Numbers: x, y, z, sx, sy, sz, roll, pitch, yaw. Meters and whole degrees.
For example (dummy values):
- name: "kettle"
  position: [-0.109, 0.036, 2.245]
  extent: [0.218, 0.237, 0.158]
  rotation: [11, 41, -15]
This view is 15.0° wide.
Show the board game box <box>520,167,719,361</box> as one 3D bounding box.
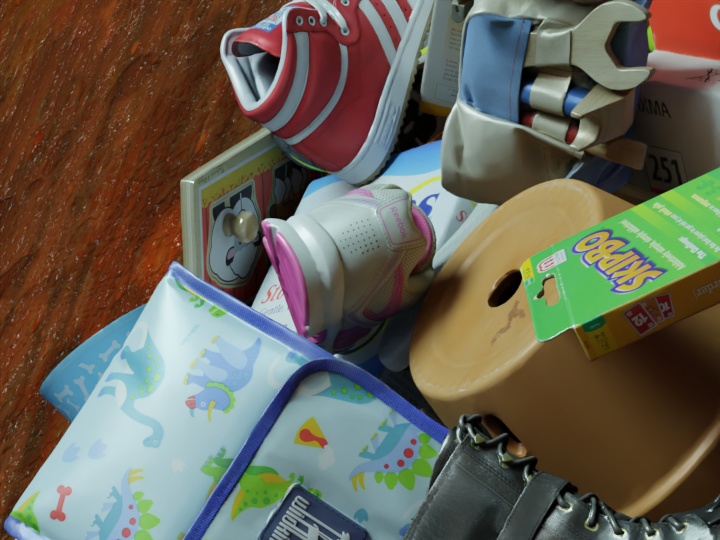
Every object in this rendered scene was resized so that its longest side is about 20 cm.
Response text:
- name: "board game box"
  position: [0.172, -0.019, 1.291]
  extent: [0.200, 0.030, 0.096]
  rotation: [-23, 23, 8]

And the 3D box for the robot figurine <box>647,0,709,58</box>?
- name: "robot figurine"
  position: [0.233, -0.181, 1.564]
  extent: [0.175, 0.116, 0.200]
  rotation: [-37, 30, 42]

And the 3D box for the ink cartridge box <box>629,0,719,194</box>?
- name: "ink cartridge box"
  position: [0.199, -0.098, 1.453]
  extent: [0.044, 0.174, 0.200]
  rotation: [-24, 20, -23]

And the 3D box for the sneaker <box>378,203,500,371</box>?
- name: "sneaker"
  position: [0.092, 0.012, 1.547]
  extent: [0.071, 0.099, 0.200]
  rotation: [-30, 15, 51]

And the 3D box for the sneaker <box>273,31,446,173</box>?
- name: "sneaker"
  position: [0.015, -0.110, 1.795]
  extent: [0.200, 0.074, 0.081]
  rotation: [-22, 14, -40]

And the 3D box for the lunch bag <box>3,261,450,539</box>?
- name: "lunch bag"
  position: [-0.053, 0.119, 1.404]
  extent: [0.200, 0.127, 0.170]
  rotation: [31, 85, 24]

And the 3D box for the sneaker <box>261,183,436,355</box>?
- name: "sneaker"
  position: [0.000, 0.000, 1.494]
  extent: [0.088, 0.081, 0.200]
  rotation: [-20, -2, -3]

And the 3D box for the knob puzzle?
- name: "knob puzzle"
  position: [-0.055, 0.011, 1.757]
  extent: [0.030, 0.220, 0.220]
  rotation: [7, 57, 24]

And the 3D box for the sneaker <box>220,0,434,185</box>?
- name: "sneaker"
  position: [-0.018, -0.163, 1.683]
  extent: [0.071, 0.112, 0.200]
  rotation: [-18, 53, 50]

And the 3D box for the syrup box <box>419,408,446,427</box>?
- name: "syrup box"
  position: [0.032, 0.180, 1.448]
  extent: [0.081, 0.079, 0.200]
  rotation: [-31, 38, 29]

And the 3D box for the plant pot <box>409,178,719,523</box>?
- name: "plant pot"
  position: [0.121, 0.045, 1.434]
  extent: [0.200, 0.140, 0.200]
  rotation: [-38, 28, 25]

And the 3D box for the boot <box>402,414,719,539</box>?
- name: "boot"
  position: [0.114, 0.122, 1.314]
  extent: [0.200, 0.174, 0.069]
  rotation: [-55, -18, -3]

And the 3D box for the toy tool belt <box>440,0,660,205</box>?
- name: "toy tool belt"
  position: [0.119, -0.111, 1.457]
  extent: [0.125, 0.123, 0.200]
  rotation: [-57, -22, -45]

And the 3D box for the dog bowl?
- name: "dog bowl"
  position: [-0.121, 0.059, 1.797]
  extent: [0.111, 0.050, 0.200]
  rotation: [-43, -15, 35]

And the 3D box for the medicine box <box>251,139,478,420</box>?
- name: "medicine box"
  position: [0.021, 0.034, 1.653]
  extent: [0.182, 0.103, 0.200]
  rotation: [-15, 44, 51]

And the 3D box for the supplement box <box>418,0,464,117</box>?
- name: "supplement box"
  position: [0.111, -0.172, 1.636]
  extent: [0.200, 0.126, 0.074]
  rotation: [100, -175, -51]
